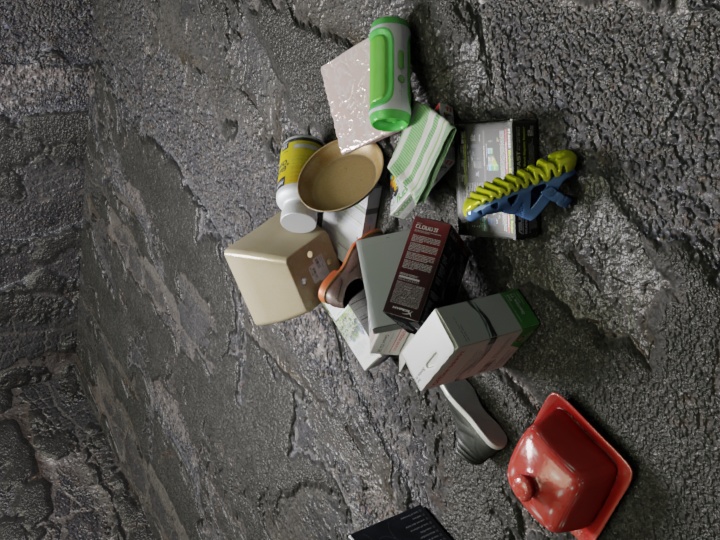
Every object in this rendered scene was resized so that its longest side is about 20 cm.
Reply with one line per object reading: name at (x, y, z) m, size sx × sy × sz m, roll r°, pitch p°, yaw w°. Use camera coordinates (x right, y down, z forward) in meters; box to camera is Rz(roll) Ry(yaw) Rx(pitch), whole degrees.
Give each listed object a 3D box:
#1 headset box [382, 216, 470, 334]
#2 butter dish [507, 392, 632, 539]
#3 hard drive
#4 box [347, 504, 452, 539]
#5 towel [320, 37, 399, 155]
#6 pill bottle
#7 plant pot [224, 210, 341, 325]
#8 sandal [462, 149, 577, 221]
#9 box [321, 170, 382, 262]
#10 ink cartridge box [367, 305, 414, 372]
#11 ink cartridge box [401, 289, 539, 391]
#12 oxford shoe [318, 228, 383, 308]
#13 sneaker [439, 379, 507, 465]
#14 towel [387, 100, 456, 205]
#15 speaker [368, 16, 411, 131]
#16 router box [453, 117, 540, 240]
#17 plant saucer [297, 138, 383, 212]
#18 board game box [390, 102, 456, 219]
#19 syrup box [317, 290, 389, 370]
headset box at (0.125, 0.008, 1.533) m, size 0.076 × 0.149 × 0.203 m, roll 14°, pitch 79°, yaw 25°
butter dish at (0.312, 0.341, 1.416) m, size 0.200 × 0.146 × 0.202 m, roll 48°, pitch 134°, yaw 38°
hard drive at (0.071, 0.018, 1.664) m, size 0.026 × 0.130 × 0.203 m, roll 78°, pitch -179°, yaw -58°
box at (0.098, 0.616, 1.754) m, size 0.196 × 0.197 × 0.126 m, roll 40°, pitch 131°, yaw 44°
towel at (0.011, -0.358, 1.751) m, size 0.189 × 0.032 × 0.203 m, roll -19°, pitch 82°, yaw 42°
pill bottle at (-0.130, -0.190, 1.903) m, size 0.112 × 0.110 × 0.203 m, roll -42°, pitch 38°, yaw 51°
plant pot at (-0.153, -0.002, 1.938) m, size 0.176 × 0.199 × 0.202 m, roll 4°, pitch 123°, yaw 48°
sandal at (0.261, -0.116, 1.371) m, size 0.080 × 0.197 × 0.088 m, roll -93°, pitch -19°, yaw -69°
box at (-0.025, -0.121, 1.889) m, size 0.156 × 0.041 × 0.203 m, roll 39°, pitch 128°, yaw 45°
ink cartridge box at (0.059, 0.088, 1.716) m, size 0.117 × 0.066 × 0.203 m, roll 111°, pitch 160°, yaw -51°
ink cartridge box at (0.189, 0.120, 1.493) m, size 0.084 × 0.198 × 0.147 m, roll 60°, pitch 141°, yaw 25°
oxford shoe at (0.000, 0.000, 1.781) m, size 0.072 × 0.201 × 0.071 m, roll 25°, pitch 159°, yaw 35°
sneaker at (0.191, 0.285, 1.646) m, size 0.201 × 0.070 × 0.100 m, roll 53°, pitch 133°, yaw 28°
towel at (0.108, -0.220, 1.573) m, size 0.154 × 0.023 × 0.200 m, roll -66°, pitch 22°, yaw 18°
speaker at (0.056, -0.373, 1.633) m, size 0.088 × 0.087 × 0.204 m, roll -16°, pitch 70°, yaw 56°
router box at (0.234, -0.158, 1.479) m, size 0.149 × 0.061 × 0.204 m, roll 10°, pitch 106°, yaw 56°
plant saucer at (-0.037, -0.194, 1.802) m, size 0.200 × 0.200 × 0.036 m, roll 44°, pitch 172°, yaw 41°
board game box at (0.115, -0.204, 1.625) m, size 0.200 × 0.034 × 0.128 m, roll 132°, pitch 146°, yaw -49°
syrup box at (0.001, 0.103, 1.842) m, size 0.201 × 0.081 × 0.079 m, roll 56°, pitch 141°, yaw 12°
